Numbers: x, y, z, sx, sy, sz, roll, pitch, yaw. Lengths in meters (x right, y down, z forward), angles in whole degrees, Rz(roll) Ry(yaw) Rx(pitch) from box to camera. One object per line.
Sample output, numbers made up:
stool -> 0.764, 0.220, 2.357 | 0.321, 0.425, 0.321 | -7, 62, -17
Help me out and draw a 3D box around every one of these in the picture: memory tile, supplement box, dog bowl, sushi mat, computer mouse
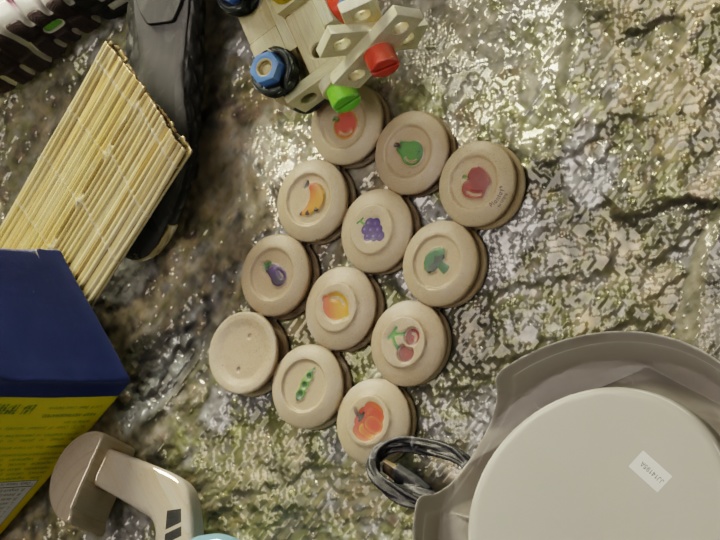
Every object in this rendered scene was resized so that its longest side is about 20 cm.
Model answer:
memory tile -> 0.000, 0.000, 1.382 | 0.153, 0.017, 0.200 | 28, 97, 33
supplement box -> -0.254, 0.088, 1.456 | 0.200, 0.109, 0.110 | -48, 59, 28
dog bowl -> 0.129, 0.133, 1.223 | 0.200, 0.059, 0.201 | -11, 62, 21
sushi mat -> -0.170, -0.039, 1.463 | 0.096, 0.012, 0.200 | 56, 130, 26
computer mouse -> 0.079, 0.152, 1.294 | 0.200, 0.034, 0.059 | 39, 87, 34

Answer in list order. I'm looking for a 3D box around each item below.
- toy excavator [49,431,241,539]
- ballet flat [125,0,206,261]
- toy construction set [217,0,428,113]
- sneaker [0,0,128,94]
toy excavator -> -0.094, 0.182, 1.376 | 0.194, 0.100, 0.201 | -13, 62, 28
ballet flat -> -0.118, -0.105, 1.465 | 0.066, 0.057, 0.201 | 9, 93, 23
toy construction set -> -0.018, -0.169, 1.377 | 0.131, 0.092, 0.200 | -34, 47, 21
sneaker -> -0.224, -0.192, 1.534 | 0.200, 0.076, 0.116 | -26, 63, 15
